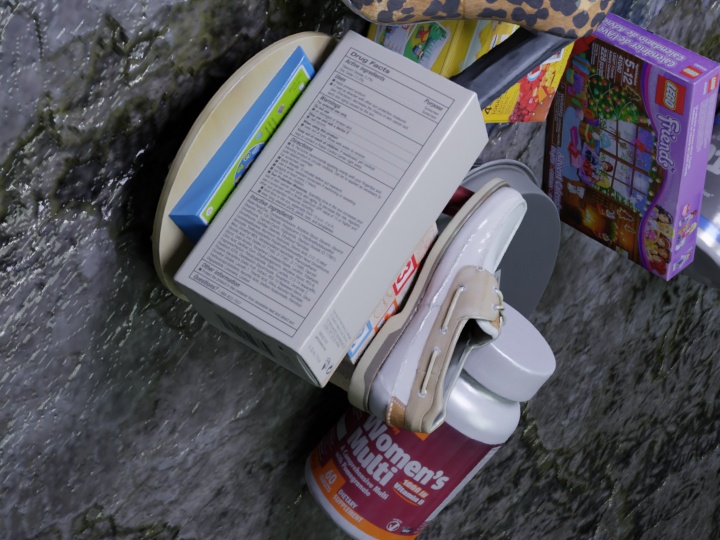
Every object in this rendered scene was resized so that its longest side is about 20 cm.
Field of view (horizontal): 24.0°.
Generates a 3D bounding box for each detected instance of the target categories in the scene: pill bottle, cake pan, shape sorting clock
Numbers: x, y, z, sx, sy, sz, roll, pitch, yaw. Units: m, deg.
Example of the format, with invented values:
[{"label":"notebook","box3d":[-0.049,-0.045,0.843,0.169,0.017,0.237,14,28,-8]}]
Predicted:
[{"label":"pill bottle","box3d":[0.054,0.117,1.321,0.200,0.110,0.110,-50,151,23]},{"label":"cake pan","box3d":[0.096,0.006,1.395,0.200,0.037,0.200,-33,141,-32]},{"label":"shape sorting clock","box3d":[-0.067,-0.067,1.115,0.200,0.039,0.200,-46,153,-32]},{"label":"pill bottle","box3d":[0.363,-0.091,1.595,0.200,0.114,0.114,-51,147,-10]}]

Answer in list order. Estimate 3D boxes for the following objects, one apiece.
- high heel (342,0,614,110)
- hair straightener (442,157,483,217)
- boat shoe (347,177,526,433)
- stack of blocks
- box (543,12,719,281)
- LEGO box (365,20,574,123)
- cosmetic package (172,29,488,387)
[{"label":"high heel","box3d":[0.060,-0.203,1.052,0.143,0.071,0.200,-38,115,25]},{"label":"hair straightener","box3d":[0.037,-0.086,1.232,0.200,0.041,0.077,8,67,-59]},{"label":"boat shoe","box3d":[0.072,0.028,1.224,0.200,0.068,0.075,-58,158,-10]},{"label":"stack of blocks","box3d":[0.000,0.000,1.205,0.115,0.059,0.200,-54,157,-17]},{"label":"box","box3d":[0.214,-0.104,1.366,0.039,0.137,0.200,-34,140,-32]},{"label":"LEGO box","box3d":[0.095,-0.208,1.175,0.149,0.077,0.200,-8,123,-50]},{"label":"cosmetic package","box3d":[-0.016,-0.040,1.071,0.200,0.104,0.073,-54,158,-13]}]
